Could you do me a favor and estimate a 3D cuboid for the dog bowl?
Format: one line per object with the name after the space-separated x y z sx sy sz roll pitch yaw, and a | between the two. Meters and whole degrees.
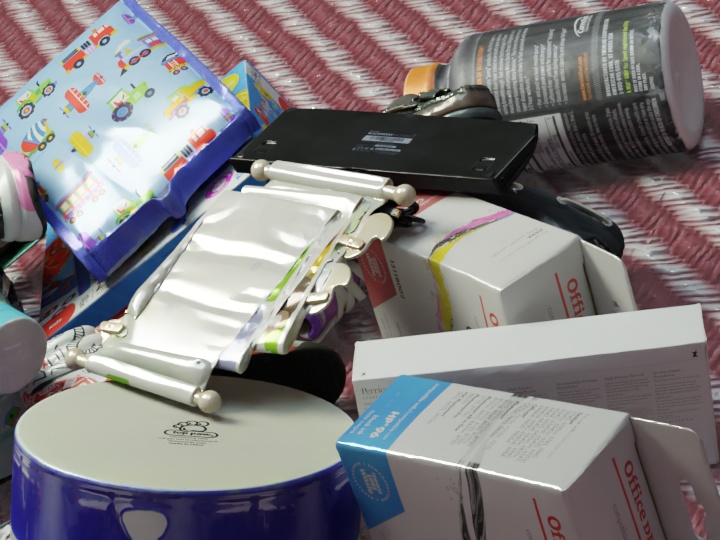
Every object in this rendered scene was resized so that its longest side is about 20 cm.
-0.098 0.126 1.408 0.199 0.079 0.200 3 16 -1 | dog bowl

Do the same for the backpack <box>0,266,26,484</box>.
-0.288 0.069 1.657 0.167 0.127 0.200 -22 31 -10 | backpack

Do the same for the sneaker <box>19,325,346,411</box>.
-0.118 0.065 1.579 0.201 0.067 0.108 -16 33 -15 | sneaker

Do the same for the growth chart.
-0.068 0.005 1.478 0.145 0.018 0.200 21 60 41 | growth chart

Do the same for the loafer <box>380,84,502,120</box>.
0.022 -0.093 1.712 0.072 0.063 0.200 2 -21 -34 | loafer

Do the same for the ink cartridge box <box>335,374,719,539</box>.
0.094 0.131 1.311 0.200 0.116 0.068 7 39 42 | ink cartridge box

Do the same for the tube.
-0.280 0.020 1.577 0.200 0.051 0.077 25 25 39 | tube

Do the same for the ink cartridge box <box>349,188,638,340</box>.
0.086 0.029 1.495 0.067 0.117 0.200 -32 30 -24 | ink cartridge box

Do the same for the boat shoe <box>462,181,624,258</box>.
0.072 -0.030 1.606 0.200 0.076 0.060 22 44 6 | boat shoe

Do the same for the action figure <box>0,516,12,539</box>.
-0.225 0.171 1.467 0.200 0.105 0.193 -33 40 -21 | action figure

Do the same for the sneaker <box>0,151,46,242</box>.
-0.292 -0.051 1.707 0.086 0.081 0.200 -11 3 -27 | sneaker

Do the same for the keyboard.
0.006 -0.063 1.557 0.200 0.021 0.127 6 34 33 | keyboard

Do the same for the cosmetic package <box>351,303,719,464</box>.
0.100 0.074 1.415 0.199 0.083 0.051 -6 29 6 | cosmetic package

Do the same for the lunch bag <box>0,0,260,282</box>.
-0.159 -0.084 1.696 0.151 0.094 0.200 -42 32 -2 | lunch bag

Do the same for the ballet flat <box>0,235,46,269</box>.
-0.289 -0.017 1.831 0.200 0.067 0.070 -43 12 -16 | ballet flat

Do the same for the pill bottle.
0.133 -0.123 1.743 0.199 0.106 0.106 -7 31 21 | pill bottle

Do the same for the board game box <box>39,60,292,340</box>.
-0.133 -0.033 1.730 0.200 0.056 0.196 -38 24 13 | board game box

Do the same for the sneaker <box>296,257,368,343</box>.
0.000 0.001 1.655 0.200 0.073 0.114 -25 27 15 | sneaker
